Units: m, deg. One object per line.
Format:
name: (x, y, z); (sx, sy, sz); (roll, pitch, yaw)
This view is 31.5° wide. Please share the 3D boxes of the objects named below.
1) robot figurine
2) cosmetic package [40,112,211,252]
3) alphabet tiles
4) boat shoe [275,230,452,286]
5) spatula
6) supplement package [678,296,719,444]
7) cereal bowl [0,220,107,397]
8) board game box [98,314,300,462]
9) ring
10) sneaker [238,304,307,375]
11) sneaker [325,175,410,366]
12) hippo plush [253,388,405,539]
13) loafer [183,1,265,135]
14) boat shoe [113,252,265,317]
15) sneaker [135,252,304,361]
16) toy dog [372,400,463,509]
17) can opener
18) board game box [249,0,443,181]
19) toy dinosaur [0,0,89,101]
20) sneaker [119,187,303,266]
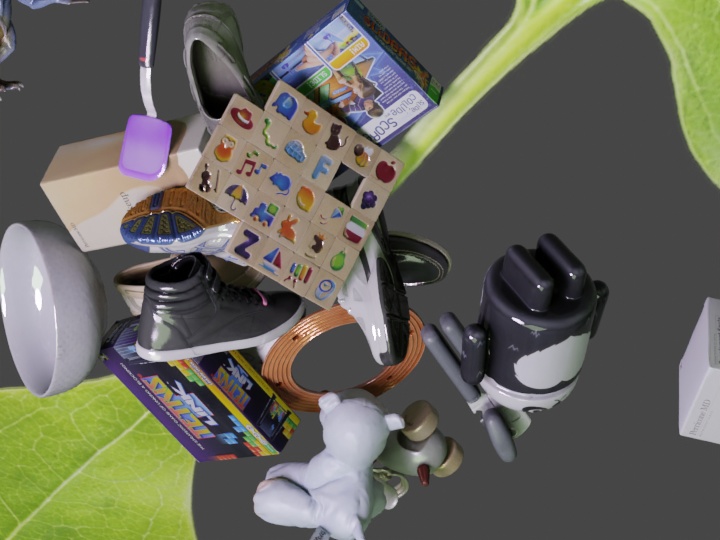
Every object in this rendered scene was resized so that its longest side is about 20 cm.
robot figurine: (0.186, 0.061, 1.363); (0.148, 0.126, 0.202); (9, 132, 5)
cosmetic package: (-0.229, -0.093, 1.367); (0.198, 0.072, 0.106); (-11, 128, 22)
alphabet tiles: (-0.067, -0.077, 1.237); (0.199, 0.169, 0.008); (31, 175, -31)
boat shoe: (0.000, 0.000, 1.398); (0.197, 0.063, 0.073); (5, 132, 10)
spatula: (-0.211, -0.188, 1.271); (0.056, 0.021, 0.202); (16, 114, 21)
supplement package: (0.451, 0.123, 1.363); (0.197, 0.110, 0.115); (12, 133, 4)
cereal bowl: (-0.344, 0.040, 1.460); (0.082, 0.201, 0.201); (-9, 142, -31)
board game box: (-0.190, 0.134, 1.476); (0.164, 0.057, 0.200); (-16, 122, 46)
ring: (-0.019, 0.096, 1.472); (0.198, 0.019, 0.202); (-12, 140, -10)
sneaker: (-0.141, 0.086, 1.509); (0.081, 0.075, 0.199); (44, 127, -13)
sneaker: (-0.020, 0.013, 1.338); (0.114, 0.203, 0.076); (-18, 164, 18)
hippo plush: (-0.036, 0.215, 1.463); (0.157, 0.200, 0.163); (9, 99, 0)
loafer: (-0.130, -0.160, 1.236); (0.069, 0.070, 0.201); (-5, 131, 16)
boat shoe: (-0.195, 0.008, 1.452); (0.198, 0.073, 0.065); (-13, 128, 31)
sneaker: (-0.143, 0.026, 1.350); (0.198, 0.071, 0.100); (-13, 120, -30)
toy dog: (0.036, 0.246, 1.585); (0.131, 0.097, 0.200); (33, 130, -15)
can opener: (0.139, 0.134, 1.484); (0.052, 0.067, 0.201); (-31, 115, 8)
board game box: (-0.034, -0.167, 1.276); (0.199, 0.035, 0.135); (-31, 117, 35)
toy dinosaur: (-0.375, -0.259, 1.252); (0.198, 0.105, 0.184); (9, 113, 23)
sneaker: (-0.145, -0.035, 1.301); (0.197, 0.076, 0.089); (-4, 141, 14)
